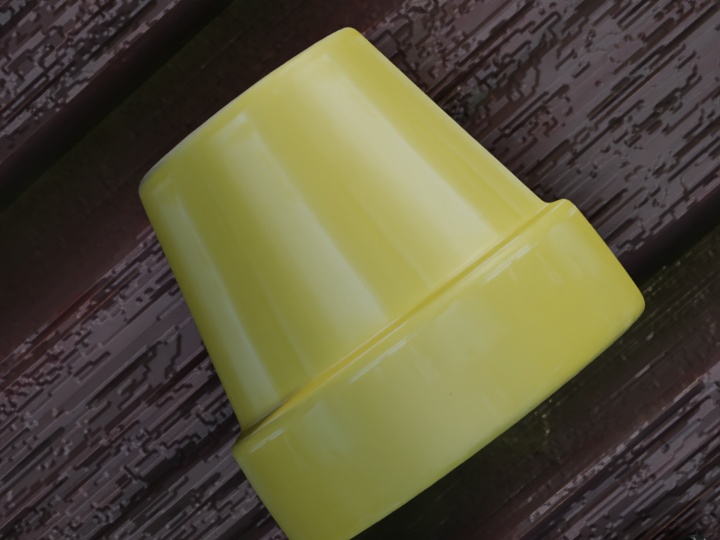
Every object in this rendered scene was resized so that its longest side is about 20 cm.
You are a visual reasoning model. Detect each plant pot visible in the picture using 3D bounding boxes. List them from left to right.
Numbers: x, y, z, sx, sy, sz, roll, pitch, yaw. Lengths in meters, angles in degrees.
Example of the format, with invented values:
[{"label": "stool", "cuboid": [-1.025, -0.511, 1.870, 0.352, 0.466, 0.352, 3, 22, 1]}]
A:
[{"label": "plant pot", "cuboid": [0.000, 0.000, 1.144, 0.200, 0.201, 0.189, -36, 90, 8]}]

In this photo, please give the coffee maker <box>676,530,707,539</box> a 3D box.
[{"label": "coffee maker", "cuboid": [0.180, 0.261, 1.219, 0.200, 0.192, 0.135, 41, 135, -2]}]
